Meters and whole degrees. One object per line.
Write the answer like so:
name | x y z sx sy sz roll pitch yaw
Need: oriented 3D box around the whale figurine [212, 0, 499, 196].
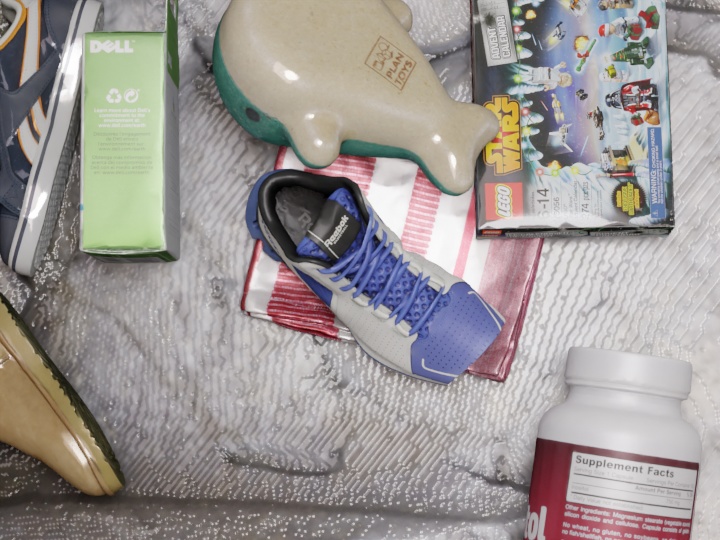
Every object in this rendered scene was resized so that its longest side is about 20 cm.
whale figurine | -0.008 -0.118 1.248 0.199 0.104 0.159 31 53 -7

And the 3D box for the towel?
towel | 0.026 -0.014 1.307 0.199 0.023 0.145 14 86 2

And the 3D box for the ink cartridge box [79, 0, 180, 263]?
ink cartridge box | -0.156 -0.108 1.273 0.059 0.104 0.201 0 87 0

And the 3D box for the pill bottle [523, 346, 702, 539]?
pill bottle | 0.169 0.156 1.250 0.112 0.113 0.201 8 86 1

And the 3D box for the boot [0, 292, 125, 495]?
boot | -0.285 0.135 1.282 0.200 0.066 0.175 -37 75 -2

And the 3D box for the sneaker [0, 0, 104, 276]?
sneaker | -0.236 -0.098 1.287 0.079 0.078 0.201 12 75 -4

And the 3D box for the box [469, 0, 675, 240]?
box | 0.146 -0.123 1.293 0.136 0.040 0.201 -1 80 1

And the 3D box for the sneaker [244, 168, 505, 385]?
sneaker | -0.001 -0.001 1.238 0.199 0.115 0.081 38 87 5
